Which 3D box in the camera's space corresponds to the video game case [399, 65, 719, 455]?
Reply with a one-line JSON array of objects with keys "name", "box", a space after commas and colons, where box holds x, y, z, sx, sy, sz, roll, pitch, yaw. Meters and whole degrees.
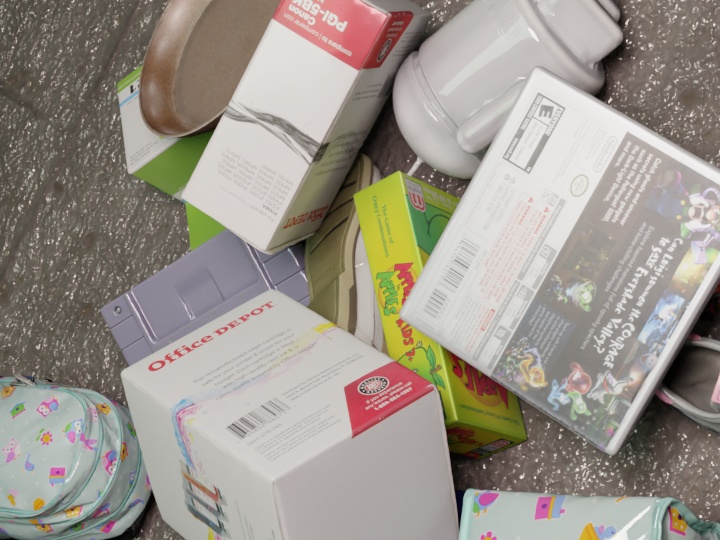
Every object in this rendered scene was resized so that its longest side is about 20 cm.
[{"name": "video game case", "box": [0.146, -0.008, 1.191, 0.181, 0.023, 0.201, 32, 101, 19]}]

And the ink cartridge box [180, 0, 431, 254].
[{"name": "ink cartridge box", "box": [-0.040, -0.126, 1.339, 0.083, 0.147, 0.201, 31, 104, 8]}]

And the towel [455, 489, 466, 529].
[{"name": "towel", "box": [0.007, 0.230, 1.275, 0.147, 0.200, 0.050, 8, 124, 26]}]

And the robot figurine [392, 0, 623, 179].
[{"name": "robot figurine", "box": [0.105, -0.148, 1.338, 0.200, 0.113, 0.170, -38, 18, 23]}]

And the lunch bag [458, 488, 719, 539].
[{"name": "lunch bag", "box": [0.151, 0.258, 1.196, 0.169, 0.122, 0.202, -3, 71, 35]}]

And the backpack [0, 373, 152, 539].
[{"name": "backpack", "box": [-0.274, 0.171, 1.535, 0.199, 0.126, 0.168, 2, 76, 34]}]

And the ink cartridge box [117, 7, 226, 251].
[{"name": "ink cartridge box", "box": [-0.125, -0.105, 1.505, 0.147, 0.076, 0.201, -32, 50, 27]}]

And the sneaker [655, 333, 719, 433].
[{"name": "sneaker", "box": [0.274, 0.093, 1.167, 0.199, 0.082, 0.071, 17, 88, 38]}]

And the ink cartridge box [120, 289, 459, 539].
[{"name": "ink cartridge box", "box": [-0.051, 0.132, 1.262, 0.200, 0.145, 0.146, 30, 139, 47]}]

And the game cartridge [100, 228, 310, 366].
[{"name": "game cartridge", "box": [-0.116, 0.044, 1.478, 0.199, 0.038, 0.130, -30, 83, 28]}]

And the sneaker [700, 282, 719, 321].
[{"name": "sneaker", "box": [0.294, -0.034, 1.188, 0.199, 0.078, 0.083, -21, 65, 31]}]

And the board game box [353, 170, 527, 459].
[{"name": "board game box", "box": [0.060, 0.035, 1.332, 0.047, 0.101, 0.202, -25, 64, 28]}]

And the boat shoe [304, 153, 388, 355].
[{"name": "boat shoe", "box": [0.000, 0.000, 1.406, 0.075, 0.068, 0.201, -35, 37, 44]}]

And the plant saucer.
[{"name": "plant saucer", "box": [-0.108, -0.192, 1.441, 0.200, 0.032, 0.201, -32, 43, 35]}]
